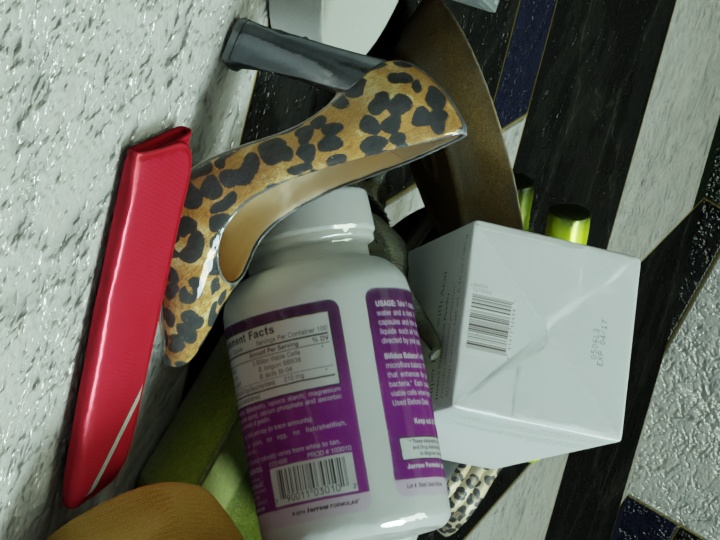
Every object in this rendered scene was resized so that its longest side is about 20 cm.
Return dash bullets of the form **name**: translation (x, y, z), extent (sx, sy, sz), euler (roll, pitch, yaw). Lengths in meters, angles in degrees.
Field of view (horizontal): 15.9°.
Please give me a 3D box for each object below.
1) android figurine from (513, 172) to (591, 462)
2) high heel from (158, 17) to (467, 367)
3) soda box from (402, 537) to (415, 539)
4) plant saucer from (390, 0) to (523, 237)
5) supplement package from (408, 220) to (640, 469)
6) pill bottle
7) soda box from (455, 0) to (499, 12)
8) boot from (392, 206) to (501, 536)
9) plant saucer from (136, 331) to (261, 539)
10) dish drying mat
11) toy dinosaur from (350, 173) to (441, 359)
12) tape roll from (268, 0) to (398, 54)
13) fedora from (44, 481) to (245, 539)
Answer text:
- **android figurine**: translation (0.117, 0.038, 1.826), extent (0.041, 0.182, 0.201), euler (-13, 119, -35)
- **high heel**: translation (-0.030, -0.027, 1.417), extent (0.071, 0.142, 0.201), euler (1, 107, -76)
- **soda box**: translation (-0.008, 0.150, 1.659), extent (0.200, 0.068, 0.064), euler (73, 38, -67)
- **plant saucer**: translation (0.059, -0.084, 1.738), extent (0.200, 0.035, 0.202), euler (162, -90, -82)
- **supplement package**: translation (0.081, 0.053, 1.672), extent (0.200, 0.119, 0.122), euler (154, -55, -67)
- **pill bottle**: translation (-0.019, 0.058, 1.487), extent (0.112, 0.111, 0.202), euler (29, 50, -76)
- **soda box**: translation (0.085, -0.278, 1.703), extent (0.063, 0.068, 0.201), euler (20, 88, -75)
- **boot**: translation (0.044, 0.072, 1.803), extent (0.073, 0.150, 0.201), euler (-26, -148, 59)
- **plant saucer**: translation (-0.086, 0.128, 1.601), extent (0.201, 0.048, 0.200), euler (92, 21, -48)
- **dish drying mat**: translation (-0.124, 0.025, 1.378), extent (0.077, 0.018, 0.201), euler (-34, 140, -67)
- **toy dinosaur**: translation (0.000, 0.000, 1.628), extent (0.200, 0.076, 0.103), euler (-112, -160, -65)
- **tape roll**: translation (0.001, -0.219, 1.519), extent (0.203, 0.037, 0.204), euler (19, 90, -76)
- **fedora**: translation (-0.115, 0.171, 1.403), extent (0.200, 0.082, 0.201), euler (-24, 159, -10)
